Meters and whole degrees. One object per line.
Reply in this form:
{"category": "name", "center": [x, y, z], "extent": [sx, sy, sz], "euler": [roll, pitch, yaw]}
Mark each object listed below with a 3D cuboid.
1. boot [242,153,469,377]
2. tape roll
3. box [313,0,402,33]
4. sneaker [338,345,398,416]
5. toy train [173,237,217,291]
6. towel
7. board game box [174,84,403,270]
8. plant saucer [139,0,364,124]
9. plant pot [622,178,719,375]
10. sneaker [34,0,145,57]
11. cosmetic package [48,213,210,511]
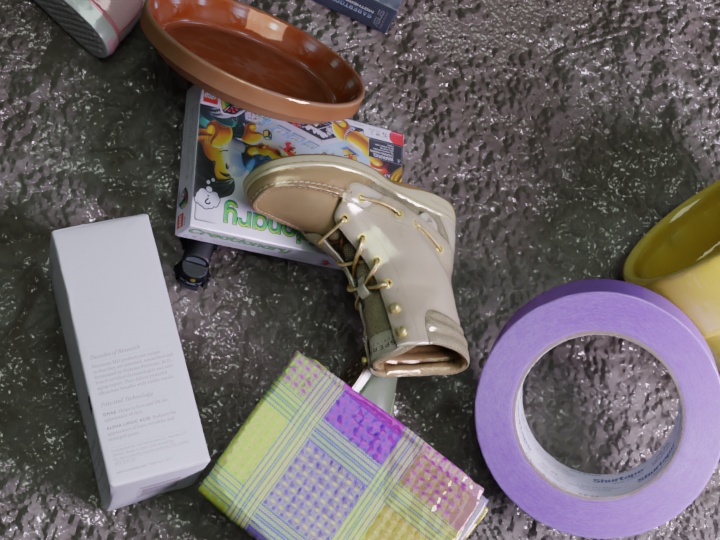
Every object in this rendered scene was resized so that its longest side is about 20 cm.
{"category": "boot", "center": [0.000, 0.000, 1.040], "extent": [0.198, 0.073, 0.157], "euler": [16, 55, -34]}
{"category": "tape roll", "center": [0.194, 0.111, 1.067], "extent": [0.197, 0.066, 0.203], "euler": [2, 98, 12]}
{"category": "box", "center": [-0.007, -0.344, 1.228], "extent": [0.156, 0.051, 0.202], "euler": [24, 69, -6]}
{"category": "sneaker", "center": [-0.003, 0.154, 1.063], "extent": [0.090, 0.067, 0.201], "euler": [37, 67, -9]}
{"category": "toy train", "center": [-0.124, -0.082, 1.114], "extent": [0.034, 0.046, 0.203], "euler": [14, 69, -10]}
{"category": "towel", "center": [-0.010, 0.175, 1.007], "extent": [0.199, 0.023, 0.144], "euler": [38, 71, -4]}
{"category": "board game box", "center": [-0.056, -0.074, 1.105], "extent": [0.198, 0.035, 0.128], "euler": [11, 72, -29]}
{"category": "plant saucer", "center": [-0.092, -0.177, 1.103], "extent": [0.198, 0.033, 0.201], "euler": [21, 26, -10]}
{"category": "plant pot", "center": [0.360, 0.026, 1.138], "extent": [0.200, 0.200, 0.190], "euler": [-39, 101, -22]}
{"category": "sneaker", "center": [-0.257, -0.288, 1.130], "extent": [0.200, 0.075, 0.105], "euler": [44, 71, -6]}
{"category": "cosmetic package", "center": [-0.182, 0.071, 1.014], "extent": [0.080, 0.113, 0.202], "euler": [-13, 74, -18]}
